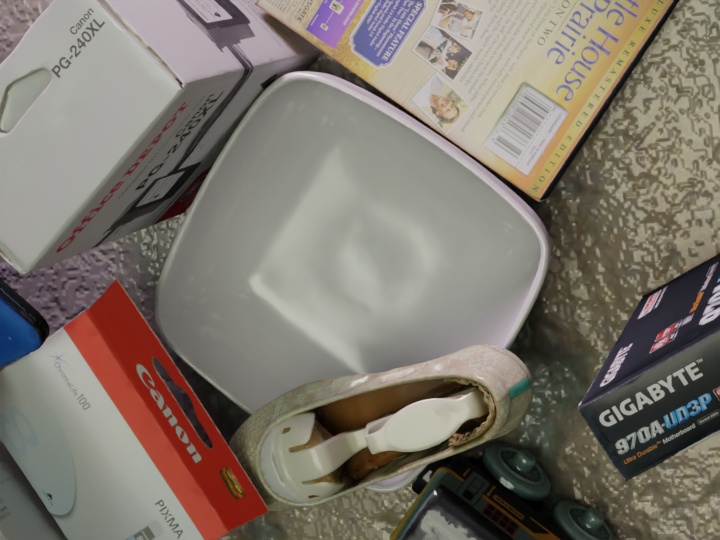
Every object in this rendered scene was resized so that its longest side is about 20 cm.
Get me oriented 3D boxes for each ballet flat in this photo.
[{"bbox_3d":[-0.001,0.088,0.971,0.199,0.062,0.068,-24,93,23],"label":"ballet flat"}]

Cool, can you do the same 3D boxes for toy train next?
[{"bbox_3d":[0.105,0.179,1.005,0.200,0.114,0.085,38,112,8],"label":"toy train"}]

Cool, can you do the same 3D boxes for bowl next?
[{"bbox_3d":[0.000,0.000,1.024,0.199,0.075,0.201,35,111,9],"label":"bowl"}]

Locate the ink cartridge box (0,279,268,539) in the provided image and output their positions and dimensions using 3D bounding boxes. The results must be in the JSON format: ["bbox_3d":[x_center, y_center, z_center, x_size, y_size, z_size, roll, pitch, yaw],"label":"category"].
[{"bbox_3d":[-0.148,0.109,1.060,0.160,0.047,0.200,57,149,1],"label":"ink cartridge box"}]

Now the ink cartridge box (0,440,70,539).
[{"bbox_3d":[-0.234,0.232,1.151,0.146,0.084,0.200,-38,86,22],"label":"ink cartridge box"}]

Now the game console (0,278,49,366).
[{"bbox_3d":[-0.272,-0.028,1.093,0.171,0.119,0.200,44,145,-19],"label":"game console"}]

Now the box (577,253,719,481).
[{"bbox_3d":[0.203,0.020,0.889,0.159,0.200,0.046,-32,93,23],"label":"box"}]

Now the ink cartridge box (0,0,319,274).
[{"bbox_3d":[-0.126,-0.089,0.980,0.083,0.200,0.145,46,112,5],"label":"ink cartridge box"}]

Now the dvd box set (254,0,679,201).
[{"bbox_3d":[0.060,-0.154,0.982,0.200,0.029,0.147,35,102,10],"label":"dvd box set"}]
